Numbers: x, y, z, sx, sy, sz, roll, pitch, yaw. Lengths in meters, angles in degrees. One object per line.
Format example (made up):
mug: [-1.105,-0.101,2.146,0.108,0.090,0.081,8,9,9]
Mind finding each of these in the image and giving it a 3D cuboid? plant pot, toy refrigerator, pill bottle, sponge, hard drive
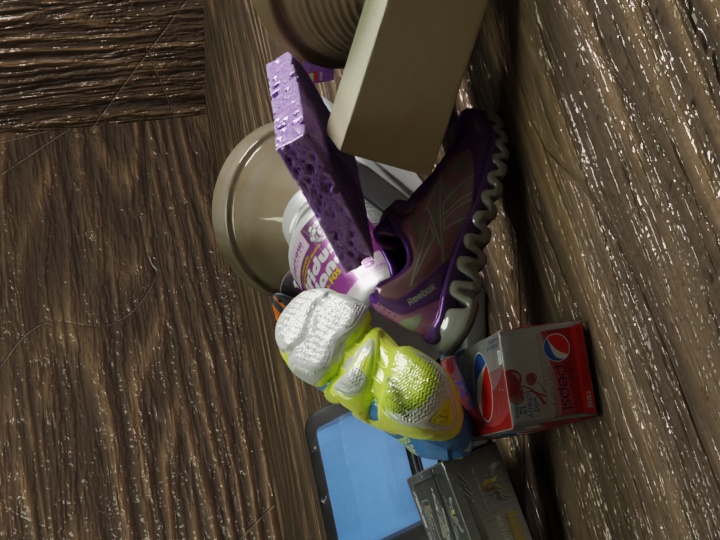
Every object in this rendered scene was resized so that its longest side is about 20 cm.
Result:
plant pot: [-0.037,-0.060,1.550,0.173,0.198,0.203,11,108,63]
toy refrigerator: [0.042,-0.182,1.082,0.070,0.075,0.202,-124,49,-68]
pill bottle: [0.000,0.000,1.307,0.200,0.111,0.113,-127,31,-51]
sponge: [-0.033,-0.090,1.140,0.112,0.030,0.201,59,-171,-25]
hard drive: [0.019,-0.090,1.357,0.027,0.131,0.200,-49,24,11]
plant pot: [0.015,-0.249,1.151,0.092,0.200,0.203,31,134,40]

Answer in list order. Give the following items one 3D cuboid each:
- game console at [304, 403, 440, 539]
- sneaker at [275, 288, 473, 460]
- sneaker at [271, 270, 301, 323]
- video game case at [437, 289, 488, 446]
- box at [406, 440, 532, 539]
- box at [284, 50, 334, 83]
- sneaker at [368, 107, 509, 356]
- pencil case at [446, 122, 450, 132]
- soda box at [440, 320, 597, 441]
game console: [0.019,0.168,1.388,0.177,0.115,0.202,95,164,-51]
sneaker: [0.013,0.089,1.109,0.200,0.076,0.105,36,168,48]
sneaker: [-0.027,0.033,1.442,0.112,0.078,0.200,42,137,2]
video game case: [0.083,0.082,1.353,0.182,0.022,0.203,-122,27,-68]
box: [0.104,0.244,1.154,0.158,0.048,0.202,123,128,-74]
box: [-0.075,-0.312,1.551,0.201,0.039,0.138,-117,22,-43]
sneaker: [0.057,-0.040,1.115,0.081,0.087,0.202,114,171,-69]
pencil case: [0.024,-0.203,1.322,0.092,0.084,0.202,26,-133,-54]
soda box: [0.112,0.086,1.073,0.200,0.063,0.071,132,131,-78]
